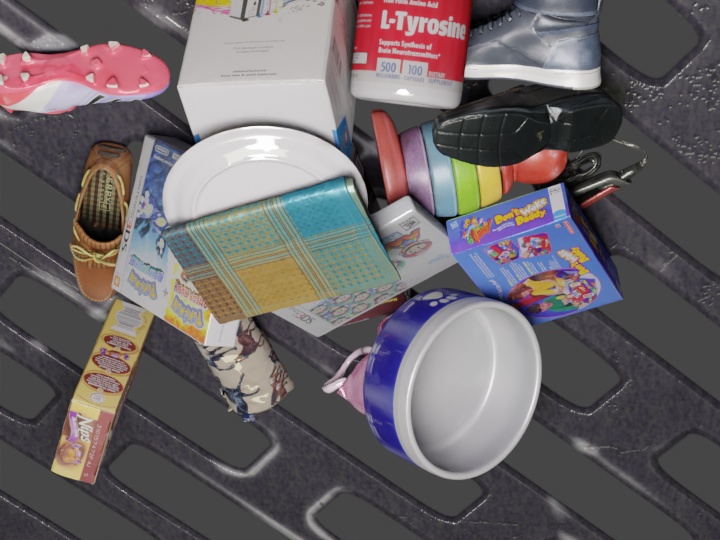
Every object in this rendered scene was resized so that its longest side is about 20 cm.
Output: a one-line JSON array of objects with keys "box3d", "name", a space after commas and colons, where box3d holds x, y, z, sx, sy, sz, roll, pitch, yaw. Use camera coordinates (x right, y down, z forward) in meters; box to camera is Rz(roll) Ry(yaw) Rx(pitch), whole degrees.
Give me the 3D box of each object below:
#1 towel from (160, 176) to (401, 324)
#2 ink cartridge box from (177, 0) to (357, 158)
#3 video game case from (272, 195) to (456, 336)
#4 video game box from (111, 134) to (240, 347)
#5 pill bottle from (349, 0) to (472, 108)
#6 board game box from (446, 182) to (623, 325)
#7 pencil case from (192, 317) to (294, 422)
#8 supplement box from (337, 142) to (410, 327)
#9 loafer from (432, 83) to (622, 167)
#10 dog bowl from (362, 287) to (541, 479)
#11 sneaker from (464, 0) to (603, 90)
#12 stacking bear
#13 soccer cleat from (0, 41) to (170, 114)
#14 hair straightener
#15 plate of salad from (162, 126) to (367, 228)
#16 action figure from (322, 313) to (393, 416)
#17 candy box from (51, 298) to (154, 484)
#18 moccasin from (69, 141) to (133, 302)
[{"box3d": [-0.076, -0.018, 1.529, 0.200, 0.022, 0.147, -14, 134, 14], "name": "towel"}, {"box3d": [-0.084, -0.209, 1.542, 0.145, 0.200, 0.147, -1, 142, 10], "name": "ink cartridge box"}, {"box3d": [0.000, 0.000, 1.660, 0.200, 0.024, 0.182, -29, 156, 13], "name": "video game case"}, {"box3d": [-0.186, -0.035, 1.671, 0.047, 0.200, 0.182, 2, 106, -41], "name": "video game box"}, {"box3d": [0.054, -0.263, 1.523, 0.112, 0.112, 0.200, 6, 95, 3], "name": "pill bottle"}, {"box3d": [0.194, -0.010, 1.702, 0.134, 0.045, 0.200, -18, 147, 17], "name": "board game box"}, {"box3d": [-0.160, 0.084, 1.841, 0.089, 0.078, 0.200, -26, 118, 6], "name": "pencil case"}, {"box3d": [-0.025, -0.036, 1.753, 0.109, 0.061, 0.200, -15, 120, 15], "name": "supplement box"}, {"box3d": [0.163, -0.155, 1.585, 0.200, 0.072, 0.073, -6, 131, -17], "name": "loafer"}, {"box3d": [0.102, 0.122, 1.696, 0.079, 0.200, 0.200, 19, 140, 49], "name": "dog bowl"}, {"box3d": [0.147, -0.266, 1.573, 0.202, 0.077, 0.146, 6, 116, 13], "name": "sneaker"}, {"box3d": [0.121, -0.119, 1.652, 0.200, 0.114, 0.121, -11, 157, 1], "name": "stacking bear"}, {"box3d": [-0.303, -0.203, 1.684, 0.200, 0.067, 0.076, -2, 155, 2], "name": "soccer cleat"}, {"box3d": [0.220, -0.089, 1.699, 0.200, 0.041, 0.077, -27, 117, 23], "name": "hair straightener"}, {"box3d": [-0.093, -0.071, 1.521, 0.200, 0.048, 0.200, -1, 136, -1], "name": "plate of salad"}, {"box3d": [0.046, 0.088, 1.790, 0.149, 0.134, 0.200, 29, 152, 17], "name": "action figure"}, {"box3d": [-0.301, 0.139, 1.821, 0.056, 0.200, 0.117, 18, 124, -6], "name": "candy box"}, {"box3d": [-0.294, -0.046, 1.770, 0.074, 0.078, 0.201, 16, 124, -4], "name": "moccasin"}]
